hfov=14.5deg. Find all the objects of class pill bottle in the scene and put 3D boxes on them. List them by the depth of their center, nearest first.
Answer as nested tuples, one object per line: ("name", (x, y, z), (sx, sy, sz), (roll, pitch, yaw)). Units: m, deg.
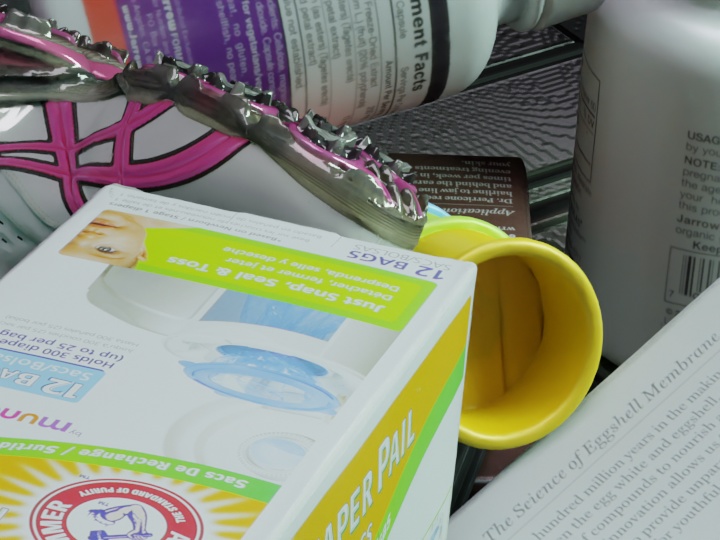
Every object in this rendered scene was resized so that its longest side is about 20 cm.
("pill bottle", (-0.021, -0.103, 0.961), (0.199, 0.112, 0.112), (-16, 36, -14))
("pill bottle", (0.136, -0.067, 1.014), (0.114, 0.201, 0.115), (2, 33, -1))

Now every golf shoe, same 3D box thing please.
("golf shoe", (-0.066, -0.019, 0.823), (0.199, 0.093, 0.072), (18, -1, 37))

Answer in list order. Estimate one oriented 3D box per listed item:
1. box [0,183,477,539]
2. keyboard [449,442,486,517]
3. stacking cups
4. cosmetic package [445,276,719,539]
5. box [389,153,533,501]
("box", (-0.054, 0.070, 0.681), (0.112, 0.102, 0.200), (13, 26, 16))
("keyboard", (-0.040, 0.078, 0.820), (0.126, 0.021, 0.200), (14, 35, 10))
("stacking cups", (0.000, 0.000, 0.863), (0.060, 0.061, 0.200), (-13, 17, -22))
("cosmetic package", (0.162, 0.095, 0.783), (0.199, 0.123, 0.200), (-39, 48, -16))
("box", (0.011, 0.039, 0.964), (0.099, 0.075, 0.200), (2, 31, 0))
